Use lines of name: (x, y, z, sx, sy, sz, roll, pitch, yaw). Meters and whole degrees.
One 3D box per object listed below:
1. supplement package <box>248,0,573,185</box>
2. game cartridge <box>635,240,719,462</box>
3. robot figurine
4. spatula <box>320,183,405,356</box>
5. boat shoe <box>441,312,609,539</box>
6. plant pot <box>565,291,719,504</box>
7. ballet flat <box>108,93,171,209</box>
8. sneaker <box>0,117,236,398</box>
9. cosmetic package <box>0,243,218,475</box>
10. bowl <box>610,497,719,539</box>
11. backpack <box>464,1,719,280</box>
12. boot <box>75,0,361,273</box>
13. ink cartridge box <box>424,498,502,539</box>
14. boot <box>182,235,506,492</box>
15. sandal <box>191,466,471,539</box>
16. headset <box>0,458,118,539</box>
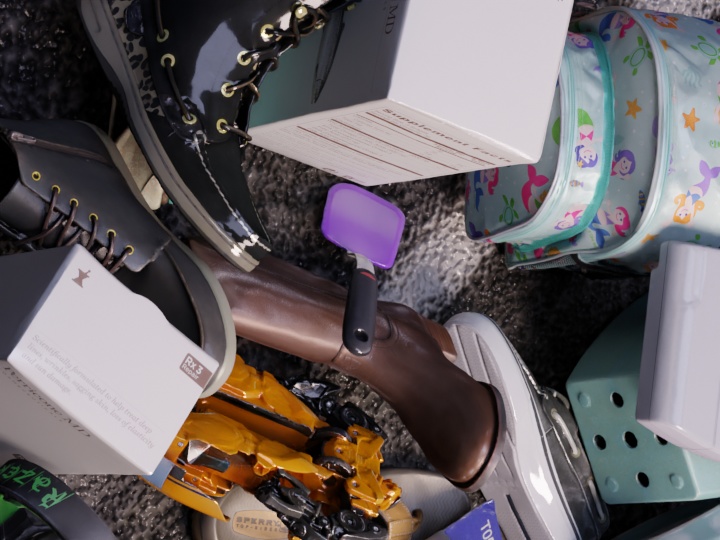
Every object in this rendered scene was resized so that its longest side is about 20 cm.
supplement package: (0.022, -0.129, 1.515, 0.117, 0.200, 0.117, 20, 76, -29)
game cartridge: (0.264, 0.062, 1.568, 0.200, 0.041, 0.134, 10, 80, -34)
robot figurine: (-0.068, 0.106, 1.489, 0.200, 0.058, 0.145, 26, 32, -16)
spatula: (0.000, 0.000, 1.528, 0.056, 0.200, 0.021, 28, 113, -12)
boat shoe: (0.108, 0.108, 1.640, 0.071, 0.072, 0.200, -38, 117, -37)
plant pot: (0.243, 0.077, 1.659, 0.200, 0.141, 0.142, -25, 100, -38)
ballet flat: (-0.113, -0.136, 1.515, 0.062, 0.067, 0.200, 19, 73, 0)
sneaker: (-0.158, -0.006, 1.415, 0.200, 0.075, 0.106, 53, 23, 23)
cosmetic package: (-0.182, 0.053, 1.377, 0.113, 0.200, 0.081, 41, 67, -22)
bowl: (0.223, 0.215, 1.632, 0.201, 0.201, 0.105, -25, 89, -30)
backpack: (0.162, -0.085, 1.599, 0.150, 0.200, 0.178, 6, 85, -31)
boot: (-0.063, -0.118, 1.434, 0.154, 0.073, 0.204, -31, 71, 7)
ink cartridge box: (0.045, 0.278, 1.572, 0.200, 0.041, 0.200, -31, 117, -29)
boot: (-0.020, 0.051, 1.496, 0.200, 0.186, 0.064, 24, 105, -26)
sandal: (-0.010, 0.161, 1.563, 0.200, 0.055, 0.082, 9, 82, -31)
headset: (-0.168, 0.201, 1.430, 0.094, 0.123, 0.200, -43, 129, -25)
